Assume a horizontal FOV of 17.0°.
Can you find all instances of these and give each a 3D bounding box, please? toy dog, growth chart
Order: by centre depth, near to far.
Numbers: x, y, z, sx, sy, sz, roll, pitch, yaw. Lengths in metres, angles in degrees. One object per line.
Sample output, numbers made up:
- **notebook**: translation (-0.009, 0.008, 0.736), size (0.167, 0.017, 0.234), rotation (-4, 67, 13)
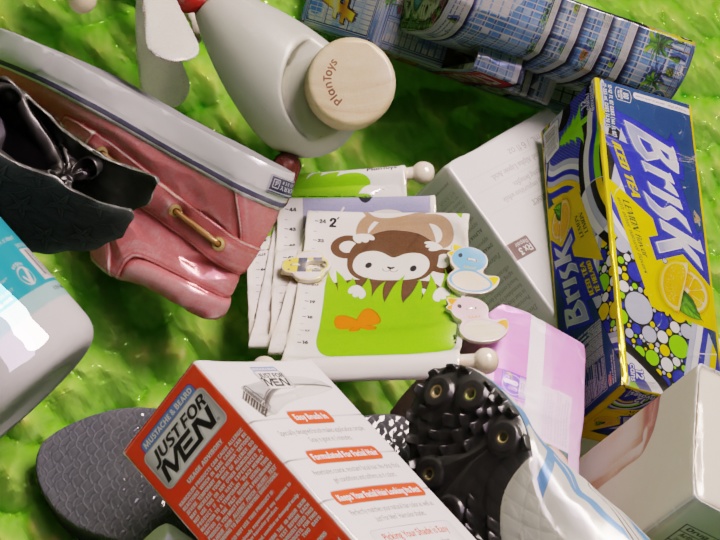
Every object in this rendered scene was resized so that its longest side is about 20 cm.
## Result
- **growth chart**: translation (0.000, 0.000, 1.286), size (0.144, 0.018, 0.200), rotation (-8, 36, -3)
- **toy dog**: translation (-0.079, -0.108, 1.324), size (0.199, 0.132, 0.097), rotation (25, 79, 15)

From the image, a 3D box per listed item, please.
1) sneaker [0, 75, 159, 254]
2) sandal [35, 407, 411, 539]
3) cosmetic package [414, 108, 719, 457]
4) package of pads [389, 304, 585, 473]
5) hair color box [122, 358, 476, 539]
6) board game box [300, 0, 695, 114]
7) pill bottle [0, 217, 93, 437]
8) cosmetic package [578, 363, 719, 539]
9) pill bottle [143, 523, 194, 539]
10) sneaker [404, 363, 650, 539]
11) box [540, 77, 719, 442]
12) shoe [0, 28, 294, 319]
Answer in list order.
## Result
- **sneaker**: translation (-0.206, -0.070, 1.208), size (0.200, 0.104, 0.060), rotation (41, 41, -6)
- **sandal**: translation (-0.061, 0.111, 1.194), size (0.199, 0.043, 0.077), rotation (2, 57, -6)
- **cosmetic package**: translation (0.119, 0.020, 1.405), size (0.113, 0.081, 0.200), rotation (-30, 79, -44)
- **package of pads**: translation (0.058, 0.130, 1.247), size (0.075, 0.121, 0.201), rotation (22, 47, -15)
- **hair color box**: translation (-0.003, 0.130, 1.095), size (0.200, 0.064, 0.111), rotation (48, 19, 21)
- **board game box**: translation (0.072, -0.143, 1.444), size (0.199, 0.200, 0.062), rotation (17, 93, -13)
- **pill bottle**: translation (-0.228, -0.007, 1.141), size (0.200, 0.111, 0.111), rotation (48, 43, 3)
- **cosmetic package**: translation (0.153, 0.145, 1.250), size (0.103, 0.200, 0.088), rotation (26, 47, -21)
- **pill bottle**: translation (-0.039, 0.214, 1.115), size (0.200, 0.116, 0.117), rotation (38, 44, -8)
- **sneaker**: translation (0.093, 0.128, 1.148), size (0.200, 0.072, 0.072), rotation (50, 14, 20)
- **box**: translation (0.150, -0.004, 1.341), size (0.070, 0.064, 0.201), rotation (14, 56, -24)
- **shoe**: translation (-0.134, -0.052, 1.275), size (0.199, 0.091, 0.071), rotation (29, 5, 22)
